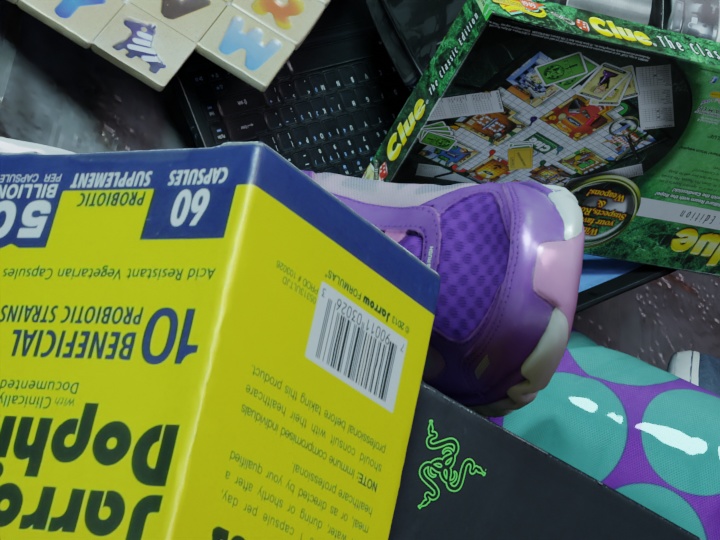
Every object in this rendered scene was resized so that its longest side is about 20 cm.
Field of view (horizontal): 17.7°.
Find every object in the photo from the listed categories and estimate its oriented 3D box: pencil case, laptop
[{"bbox_3d":[0.143,0.102,0.931,0.199,0.085,0.093,28,80,21],"label":"pencil case"},{"bbox_3d":[0.027,-0.065,0.980,0.177,0.103,0.201,-19,86,-49],"label":"laptop"}]

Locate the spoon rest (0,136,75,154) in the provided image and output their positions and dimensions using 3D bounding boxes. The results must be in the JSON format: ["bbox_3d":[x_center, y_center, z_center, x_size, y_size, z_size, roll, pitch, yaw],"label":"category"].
[{"bbox_3d":[-0.157,-0.021,0.806,0.199,0.061,0.100,2,62,-45],"label":"spoon rest"}]

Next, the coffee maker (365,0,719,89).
[{"bbox_3d":[0.107,-0.123,1.018,0.199,0.135,0.192,12,14,-32],"label":"coffee maker"}]

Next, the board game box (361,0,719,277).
[{"bbox_3d":[0.105,-0.050,0.929,0.199,0.105,0.024,9,36,-33],"label":"board game box"}]

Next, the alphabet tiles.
[{"bbox_3d":[-0.085,-0.154,0.971,0.166,0.006,0.200,31,42,0],"label":"alphabet tiles"}]

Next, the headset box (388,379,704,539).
[{"bbox_3d":[0.029,0.145,0.793,0.200,0.093,0.175,31,78,-26],"label":"headset box"}]

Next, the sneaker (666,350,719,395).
[{"bbox_3d":[0.209,0.123,0.995,0.077,0.146,0.203,61,20,-67],"label":"sneaker"}]

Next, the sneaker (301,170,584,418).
[{"bbox_3d":[0.000,0.000,0.800,0.088,0.200,0.081,17,83,-28],"label":"sneaker"}]

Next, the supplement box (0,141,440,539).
[{"bbox_3d":[-0.064,0.074,0.693,0.109,0.108,0.201,35,61,-50],"label":"supplement box"}]
